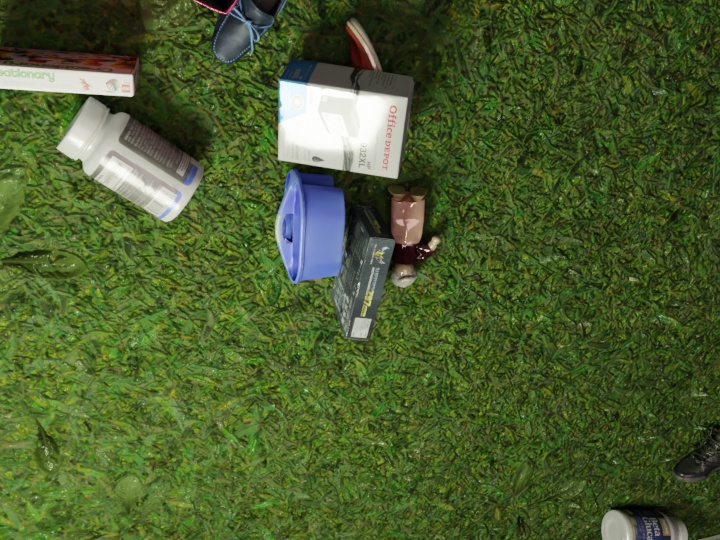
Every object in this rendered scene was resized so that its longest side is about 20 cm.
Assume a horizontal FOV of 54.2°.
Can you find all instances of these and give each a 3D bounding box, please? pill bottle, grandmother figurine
[{"bbox_3d":[0.739,0.679,1.822,0.200,0.111,0.111,7,115,-18],"label":"pill bottle"},{"bbox_3d":[-0.359,-0.174,1.103,0.200,0.114,0.114,34,105,-26],"label":"pill bottle"},{"bbox_3d":[0.088,-0.056,1.310,0.121,0.061,0.200,10,121,12],"label":"grandmother figurine"}]

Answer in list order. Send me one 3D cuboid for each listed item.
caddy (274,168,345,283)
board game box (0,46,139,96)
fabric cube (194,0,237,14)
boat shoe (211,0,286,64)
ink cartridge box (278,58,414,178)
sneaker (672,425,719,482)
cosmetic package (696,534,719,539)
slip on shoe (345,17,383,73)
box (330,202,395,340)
[{"bbox_3d":[-0.095,-0.075,1.205,0.105,0.141,0.200,-4,117,-18],"label":"caddy"},{"bbox_3d":[-0.428,-0.288,1.018,0.200,0.126,0.035,0,117,-14],"label":"board game box"},{"bbox_3d":[-0.229,-0.481,0.925,0.200,0.199,0.196,21,109,-23],"label":"fabric cube"},{"bbox_3d":[-0.162,-0.400,1.058,0.084,0.069,0.200,28,108,-25],"label":"boat shoe"},{"bbox_3d":[-0.025,-0.240,1.117,0.200,0.084,0.145,10,129,4],"label":"ink cartridge box"},{"bbox_3d":[0.868,0.452,1.758,0.199,0.076,0.114,-18,118,-7],"label":"sneaker"},{"bbox_3d":[1.013,0.869,1.958,0.165,0.165,0.200,-9,118,-9],"label":"cosmetic package"},{"bbox_3d":[0.006,-0.309,1.149,0.061,0.074,0.200,-17,125,-1],"label":"slip on shoe"},{"bbox_3d":[0.000,0.000,1.257,0.051,0.158,0.200,7,114,-18],"label":"box"}]
